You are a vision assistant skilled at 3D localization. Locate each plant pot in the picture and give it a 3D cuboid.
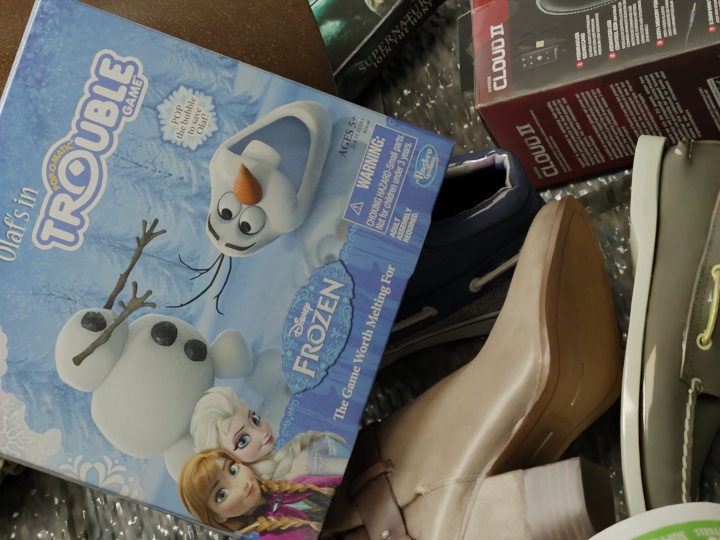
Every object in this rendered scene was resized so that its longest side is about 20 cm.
[{"bbox_3d":[-0.117,-0.075,1.414,0.199,0.187,0.187,-18,48,-11],"label":"plant pot"}]

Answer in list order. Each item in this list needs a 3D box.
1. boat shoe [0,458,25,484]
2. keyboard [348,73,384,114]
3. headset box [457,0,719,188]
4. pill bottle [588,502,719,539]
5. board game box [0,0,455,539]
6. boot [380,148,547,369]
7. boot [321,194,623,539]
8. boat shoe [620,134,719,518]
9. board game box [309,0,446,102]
[{"bbox_3d":[-0.210,0.118,1.442,0.063,0.073,0.200,28,78,31],"label":"boat shoe"},{"bbox_3d":[-0.050,-0.087,1.539,0.127,0.021,0.201,-19,49,13],"label":"keyboard"},{"bbox_3d":[0.139,-0.134,1.437,0.199,0.077,0.149,-16,50,18],"label":"headset box"},{"bbox_3d":[0.150,0.200,1.163,0.111,0.111,0.200,-28,49,6],"label":"pill bottle"},{"bbox_3d":[-0.083,0.003,1.304,0.198,0.043,0.201,19,85,-8],"label":"board game box"},{"bbox_3d":[0.000,0.000,1.401,0.199,0.090,0.073,-21,50,13],"label":"boot"},{"bbox_3d":[0.043,0.073,1.329,0.146,0.070,0.201,-21,50,30],"label":"boot"},{"bbox_3d":[0.149,0.031,1.314,0.060,0.072,0.202,1,64,8],"label":"boat shoe"},{"bbox_3d":[-0.063,-0.107,1.528,0.135,0.028,0.200,31,74,39],"label":"board game box"}]
